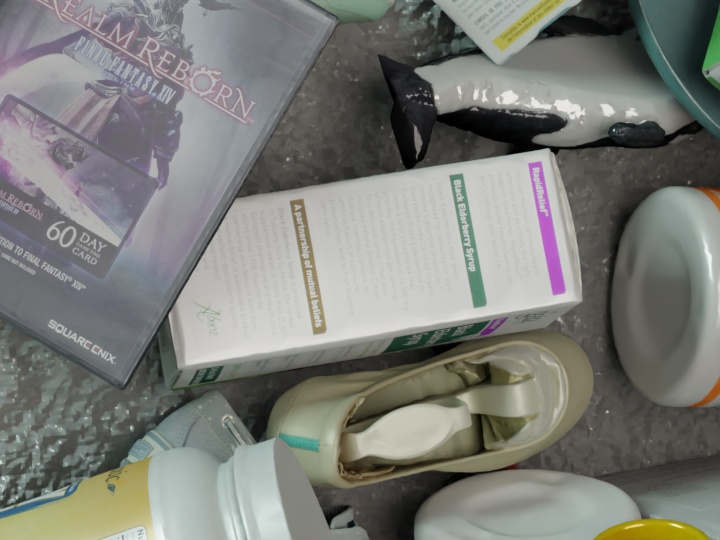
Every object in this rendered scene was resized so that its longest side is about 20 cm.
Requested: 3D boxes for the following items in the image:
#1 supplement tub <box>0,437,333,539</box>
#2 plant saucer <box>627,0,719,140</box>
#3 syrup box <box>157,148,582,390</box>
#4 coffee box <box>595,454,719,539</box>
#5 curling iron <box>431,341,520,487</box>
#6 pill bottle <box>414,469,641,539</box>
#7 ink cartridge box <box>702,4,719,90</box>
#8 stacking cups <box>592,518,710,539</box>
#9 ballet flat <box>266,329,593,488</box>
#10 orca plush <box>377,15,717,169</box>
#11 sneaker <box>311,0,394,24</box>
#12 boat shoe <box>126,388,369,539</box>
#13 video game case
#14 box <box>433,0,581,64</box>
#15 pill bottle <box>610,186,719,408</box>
[{"bbox_3d":[-0.111,0.166,1.362,0.200,0.145,0.145,-20,102,6],"label":"supplement tub"},{"bbox_3d":[0.205,-0.139,1.541,0.200,0.027,0.201,17,61,-33],"label":"plant saucer"},{"bbox_3d":[0.000,0.000,1.440,0.200,0.079,0.082,-8,83,-10],"label":"syrup box"},{"bbox_3d":[0.241,0.201,1.518,0.199,0.200,0.198,-9,97,-22],"label":"coffee box"},{"bbox_3d":[0.046,0.056,1.520,0.050,0.026,0.200,-20,100,-23],"label":"curling iron"},{"bbox_3d":[0.085,0.211,1.486,0.114,0.114,0.200,-10,110,-22],"label":"pill bottle"},{"bbox_3d":[0.269,-0.148,1.522,0.147,0.083,0.200,35,51,-23],"label":"ink cartridge box"},{"bbox_3d":[0.147,0.220,1.423,0.060,0.060,0.200,-17,115,-21],"label":"stacking cups"},{"bbox_3d":[0.049,0.070,1.466,0.200,0.069,0.070,-13,98,-32],"label":"ballet flat"},{"bbox_3d":[0.094,-0.070,1.509,0.200,0.105,0.071,-17,138,-40],"label":"orca plush"},{"bbox_3d":[-0.076,-0.093,1.433,0.200,0.074,0.118,-5,88,-13],"label":"sneaker"},{"bbox_3d":[-0.028,0.142,1.469,0.072,0.070,0.201,-43,105,-9],"label":"boat shoe"},{"bbox_3d":[-0.121,-0.066,1.376,0.143,0.019,0.200,30,88,-3],"label":"video game case"},{"bbox_3d":[0.032,-0.201,1.455,0.200,0.082,0.049,45,32,-12],"label":"box"},{"bbox_3d":[0.243,0.016,1.555,0.200,0.114,0.114,2,92,-23],"label":"pill bottle"}]
